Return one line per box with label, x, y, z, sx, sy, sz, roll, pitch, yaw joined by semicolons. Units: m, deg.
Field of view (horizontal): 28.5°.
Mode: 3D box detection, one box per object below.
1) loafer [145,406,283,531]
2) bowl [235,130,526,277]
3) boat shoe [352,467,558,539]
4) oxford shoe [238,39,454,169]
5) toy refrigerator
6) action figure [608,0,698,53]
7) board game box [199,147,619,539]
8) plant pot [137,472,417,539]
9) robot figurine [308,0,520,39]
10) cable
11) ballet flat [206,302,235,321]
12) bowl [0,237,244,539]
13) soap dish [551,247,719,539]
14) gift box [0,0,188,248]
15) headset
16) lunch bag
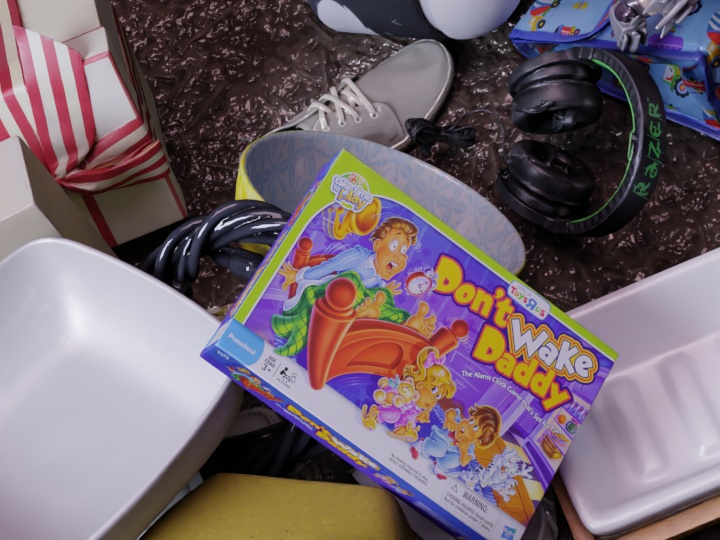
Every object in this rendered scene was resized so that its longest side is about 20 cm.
loafer;-0.137;0.152;0.942;0.199;0.070;0.070;-34;55;-3
bowl;0.000;0.000;0.949;0.200;0.199;0.109;40;121;33
boat shoe;0.088;0.146;0.864;0.201;0.074;0.087;35;90;39
oxford shoe;-0.011;-0.110;1.064;0.199;0.058;0.075;-38;52;-8
toy refrigerator;-0.217;-0.001;0.983;0.075;0.200;0.070;-25;55;4
action figure;0.191;-0.211;0.954;0.130;0.070;0.199;-43;38;-16
board game box;0.030;0.047;0.794;0.199;0.045;0.135;36;70;-8
plant pot;-0.041;0.229;0.797;0.193;0.195;0.202;3;56;20
robot figurine;0.033;-0.243;1.080;0.198;0.125;0.151;11;61;32
cable;-0.079;0.050;0.870;0.199;0.164;0.051;-27;8;36
ballet flat;-0.149;0.085;0.991;0.199;0.064;0.076;-40;54;-7
bowl;-0.177;0.092;0.826;0.199;0.075;0.200;25;59;31
soap dish;0.203;0.080;0.861;0.198;0.081;0.159;-23;56;4
gift box;-0.248;-0.114;1.045;0.183;0.201;0.188;-25;45;3
headset;0.119;-0.091;0.970;0.199;0.093;0.125;12;96;56
lunch bag;0.216;-0.198;1.034;0.199;0.094;0.151;23;71;42
